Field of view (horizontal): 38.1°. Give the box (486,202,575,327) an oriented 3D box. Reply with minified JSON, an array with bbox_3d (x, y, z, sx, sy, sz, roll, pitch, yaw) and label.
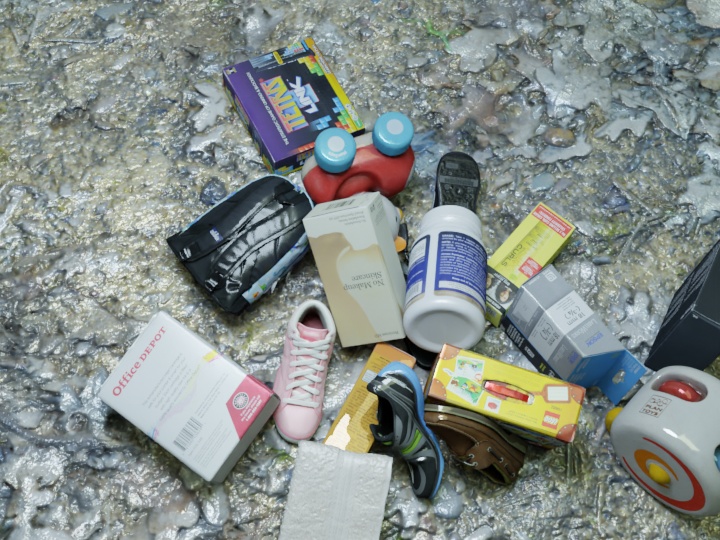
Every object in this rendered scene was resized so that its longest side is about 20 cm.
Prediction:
[{"bbox_3d":[0.244,-0.010,1.601,0.075,0.050,0.200,39,66,14],"label":"box"}]

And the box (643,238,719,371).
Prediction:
[{"bbox_3d":[0.498,0.062,1.506,0.079,0.200,0.142,30,65,9],"label":"box"}]

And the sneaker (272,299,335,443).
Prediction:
[{"bbox_3d":[-0.080,0.135,1.466,0.075,0.105,0.201,10,64,-3],"label":"sneaker"}]

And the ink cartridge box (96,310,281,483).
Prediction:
[{"bbox_3d":[-0.231,0.173,1.423,0.199,0.086,0.148,35,83,13],"label":"ink cartridge box"}]

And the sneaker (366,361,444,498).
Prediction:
[{"bbox_3d":[0.055,0.221,1.411,0.082,0.071,0.201,-27,111,-24],"label":"sneaker"}]

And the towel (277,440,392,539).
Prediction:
[{"bbox_3d":[-0.039,0.331,1.367,0.132,0.034,0.202,11,88,-1],"label":"towel"}]

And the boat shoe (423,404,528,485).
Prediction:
[{"bbox_3d":[0.156,0.238,1.405,0.199,0.072,0.068,29,71,-35],"label":"boat shoe"}]

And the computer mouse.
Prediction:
[{"bbox_3d":[0.120,-0.088,1.634,0.139,0.046,0.202,1,75,-10],"label":"computer mouse"}]

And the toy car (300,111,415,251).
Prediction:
[{"bbox_3d":[0.020,-0.096,1.554,0.176,0.185,0.201,-17,73,-15],"label":"toy car"}]

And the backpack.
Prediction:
[{"bbox_3d":[-0.154,-0.049,1.538,0.163,0.154,0.200,44,94,19],"label":"backpack"}]

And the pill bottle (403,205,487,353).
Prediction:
[{"bbox_3d":[0.125,0.009,1.495,0.115,0.116,0.201,10,49,-1],"label":"pill bottle"}]

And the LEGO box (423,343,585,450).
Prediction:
[{"bbox_3d":[0.191,0.177,1.437,0.199,0.149,0.078,18,76,2],"label":"LEGO box"}]

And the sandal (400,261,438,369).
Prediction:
[{"bbox_3d":[0.073,0.051,1.553,0.075,0.048,0.201,-27,70,-17],"label":"sandal"}]

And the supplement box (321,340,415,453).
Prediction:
[{"bbox_3d":[0.005,0.202,1.461,0.068,0.067,0.201,25,63,7],"label":"supplement box"}]

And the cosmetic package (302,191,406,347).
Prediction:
[{"bbox_3d":[0.000,0.000,1.477,0.105,0.201,0.071,-12,17,21],"label":"cosmetic package"}]

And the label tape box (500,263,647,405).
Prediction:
[{"bbox_3d":[0.299,0.109,1.493,0.063,0.144,0.200,-33,70,-20],"label":"label tape box"}]

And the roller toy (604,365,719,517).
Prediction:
[{"bbox_3d":[0.440,0.235,1.422,0.200,0.183,0.140,43,68,15],"label":"roller toy"}]

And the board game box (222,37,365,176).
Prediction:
[{"bbox_3d":[-0.110,-0.266,1.693,0.164,0.057,0.201,-23,68,-18],"label":"board game box"}]
